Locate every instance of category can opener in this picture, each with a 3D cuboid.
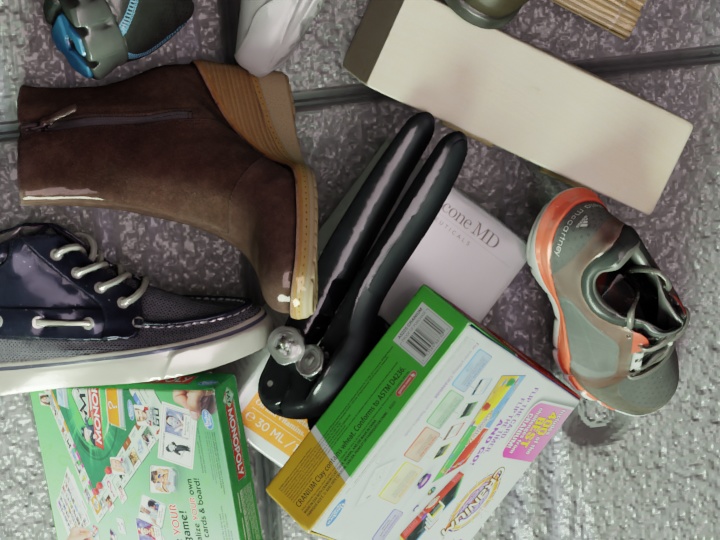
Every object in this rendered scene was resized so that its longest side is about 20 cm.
[{"bbox_3d":[0.000,0.000,1.269,0.063,0.079,0.201,25,95,24],"label":"can opener"}]

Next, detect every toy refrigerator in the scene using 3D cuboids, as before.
[{"bbox_3d":[0.094,-0.104,1.322,0.199,0.076,0.070,23,98,-17],"label":"toy refrigerator"}]

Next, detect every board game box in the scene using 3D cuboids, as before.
[{"bbox_3d":[-0.124,0.160,1.325,0.134,0.029,0.202,0,108,27],"label":"board game box"},{"bbox_3d":[0.043,0.104,1.315,0.153,0.040,0.200,-52,151,2],"label":"board game box"}]

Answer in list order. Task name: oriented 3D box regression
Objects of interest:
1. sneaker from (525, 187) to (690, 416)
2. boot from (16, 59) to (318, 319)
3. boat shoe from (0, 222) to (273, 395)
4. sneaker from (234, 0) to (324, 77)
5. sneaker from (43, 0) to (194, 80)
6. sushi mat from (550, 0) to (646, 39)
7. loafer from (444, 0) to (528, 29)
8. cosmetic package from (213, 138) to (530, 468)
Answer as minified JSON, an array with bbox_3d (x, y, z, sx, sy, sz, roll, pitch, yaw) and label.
[{"bbox_3d":[0.165,0.036,1.338,0.077,0.082,0.200,-48,137,-12],"label":"sneaker"},{"bbox_3d":[-0.111,-0.042,1.240,0.165,0.201,0.073,-6,135,-8],"label":"boot"},{"bbox_3d":[-0.155,0.016,1.286,0.198,0.075,0.094,-8,103,1],"label":"boat shoe"},{"bbox_3d":[-0.056,-0.216,1.268,0.099,0.078,0.202,13,92,-9],"label":"sneaker"},{"bbox_3d":[-0.160,-0.216,1.249,0.082,0.073,0.201,-26,114,-22],"label":"sneaker"},{"bbox_3d":[0.097,-0.225,1.312,0.199,0.012,0.096,25,79,-18],"label":"sushi mat"},{"bbox_3d":[0.116,-0.231,1.268,0.073,0.071,0.201,29,70,-16],"label":"loafer"},{"bbox_3d":[0.003,0.032,1.337,0.101,0.071,0.201,35,94,-18],"label":"cosmetic package"}]
